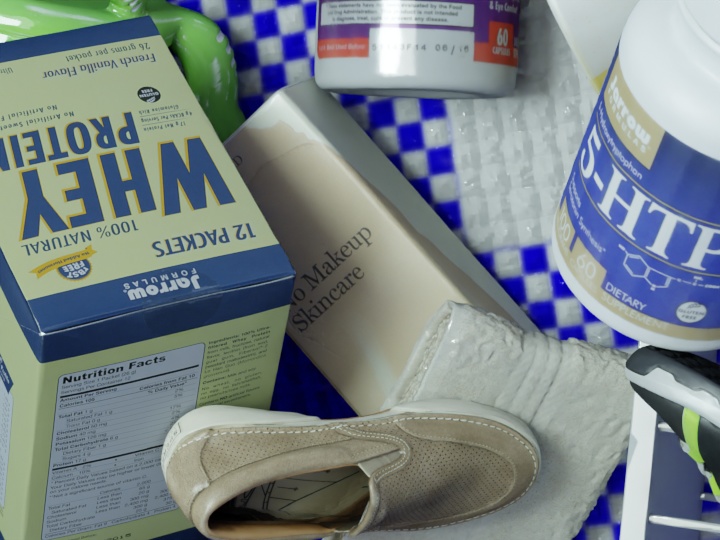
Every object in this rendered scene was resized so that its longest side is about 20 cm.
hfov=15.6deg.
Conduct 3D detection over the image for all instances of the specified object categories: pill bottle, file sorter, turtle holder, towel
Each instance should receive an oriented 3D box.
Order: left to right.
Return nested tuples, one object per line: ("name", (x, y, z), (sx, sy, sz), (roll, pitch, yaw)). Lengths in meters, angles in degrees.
("turtle holder", (-0.167, -0.114, 1.484), (0.141, 0.185, 0.132), (31, 113, 52))
("pill bottle", (0.033, -0.195, 1.414), (0.111, 0.111, 0.201), (3, 92, 21))
("towel", (0.063, 0.113, 1.389), (0.132, 0.035, 0.201), (16, 117, -22))
("pill bottle", (0.168, -0.069, 1.213), (0.119, 0.120, 0.201), (35, 138, 17))
("file sorter", (0.207, 0.126, 1.337), (0.124, 0.139, 0.201), (6, 92, 18))

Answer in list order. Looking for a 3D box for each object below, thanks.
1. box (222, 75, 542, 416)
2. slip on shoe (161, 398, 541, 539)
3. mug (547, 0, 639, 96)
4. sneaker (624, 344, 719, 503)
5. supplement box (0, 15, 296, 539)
("box", (0.000, 0.000, 1.426), (0.095, 0.078, 0.200), (-43, 88, 16))
("slip on shoe", (0.001, 0.106, 1.309), (0.061, 0.199, 0.076), (-117, 40, -53))
("mug", (0.174, -0.162, 1.323), (0.153, 0.187, 0.150), (-27, 49, 11))
("sneaker", (0.194, 0.117, 1.234), (0.200, 0.072, 0.083), (38, 101, 12))
("supplement box", (-0.143, 0.015, 1.356), (0.200, 0.134, 0.200), (59, 151, 35))
